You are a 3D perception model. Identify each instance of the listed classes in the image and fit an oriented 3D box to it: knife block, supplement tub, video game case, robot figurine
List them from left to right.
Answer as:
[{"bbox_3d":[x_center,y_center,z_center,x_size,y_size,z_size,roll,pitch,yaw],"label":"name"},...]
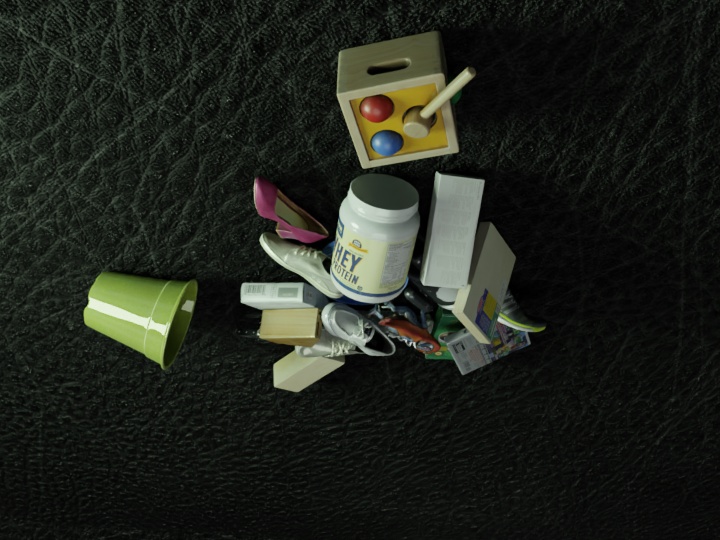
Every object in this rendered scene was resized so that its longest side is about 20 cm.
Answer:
[{"bbox_3d":[-0.178,0.119,1.547,0.175,0.064,0.200,8,166,-10],"label":"knife block"},{"bbox_3d":[0.027,-0.058,1.298,0.144,0.145,0.201,6,126,-7],"label":"supplement tub"},{"bbox_3d":[0.165,-0.002,1.410,0.150,0.125,0.200,-19,139,31],"label":"robot figurine"},{"bbox_3d":[0.295,0.162,1.652,0.182,0.023,0.200,-25,146,5],"label":"video game case"}]

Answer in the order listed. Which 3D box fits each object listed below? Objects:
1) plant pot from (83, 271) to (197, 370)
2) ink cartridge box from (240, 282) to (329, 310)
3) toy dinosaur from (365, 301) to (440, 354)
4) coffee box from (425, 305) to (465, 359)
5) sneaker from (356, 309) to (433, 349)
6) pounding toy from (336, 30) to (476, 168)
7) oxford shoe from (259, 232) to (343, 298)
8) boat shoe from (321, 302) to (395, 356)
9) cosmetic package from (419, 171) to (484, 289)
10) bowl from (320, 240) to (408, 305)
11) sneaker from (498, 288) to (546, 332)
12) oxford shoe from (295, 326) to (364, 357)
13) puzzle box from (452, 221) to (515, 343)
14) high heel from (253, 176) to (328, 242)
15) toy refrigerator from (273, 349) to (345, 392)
[{"bbox_3d":[-0.468,0.085,1.517,0.189,0.201,0.200,18,142,-1],"label":"plant pot"},{"bbox_3d":[-0.140,0.071,1.567,0.162,0.057,0.200,-2,168,28],"label":"ink cartridge box"},{"bbox_3d":[0.100,0.133,1.525,0.181,0.200,0.105,42,117,-12],"label":"toy dinosaur"},{"bbox_3d":[0.226,0.142,1.670,0.122,0.044,0.200,2,144,-5],"label":"coffee box"},{"bbox_3d":[0.071,0.114,1.626,0.199,0.075,0.081,13,124,-14],"label":"sneaker"},{"bbox_3d":[0.077,-0.250,1.065,0.199,0.143,0.184,-8,143,12],"label":"pounding toy"},{"bbox_3d":[-0.105,-0.023,1.401,0.200,0.075,0.058,34,121,6],"label":"oxford shoe"},{"bbox_3d":[0.002,0.125,1.522,0.065,0.074,0.200,5,160,46],"label":"boat shoe"},{"bbox_3d":[0.163,-0.071,1.289,0.082,0.051,0.201,7,103,-5],"label":"cosmetic package"},{"bbox_3d":[0.000,0.000,1.489,0.200,0.040,0.201,0,144,0],"label":"bowl"},{"bbox_3d":[0.309,0.073,1.521,0.199,0.081,0.074,22,-178,-9],"label":"sneaker"},{"bbox_3d":[-0.050,0.167,1.647,0.199,0.058,0.075,-6,123,-17],"label":"oxford shoe"},{"bbox_3d":[0.241,0.024,1.388,0.025,0.201,0.133,2,150,38],"label":"puzzle box"},{"bbox_3d":[-0.127,-0.109,1.314,0.095,0.068,0.200,2,150,15],"label":"high heel"},{"bbox_3d":[-0.130,0.228,1.776,0.076,0.070,0.200,20,141,-34],"label":"toy refrigerator"}]
